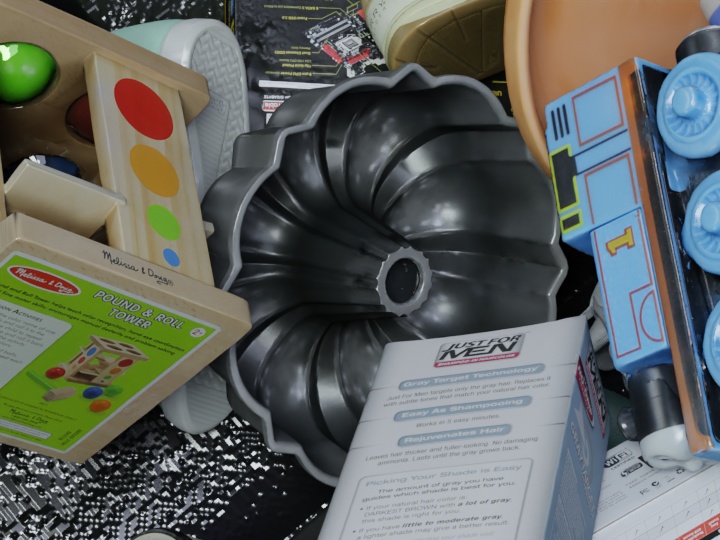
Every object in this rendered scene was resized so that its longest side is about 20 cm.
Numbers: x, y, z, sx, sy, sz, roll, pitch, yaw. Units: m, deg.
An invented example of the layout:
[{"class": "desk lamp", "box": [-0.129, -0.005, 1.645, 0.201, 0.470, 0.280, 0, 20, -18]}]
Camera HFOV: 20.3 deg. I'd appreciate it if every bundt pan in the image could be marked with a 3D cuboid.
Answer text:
[{"class": "bundt pan", "box": [0.000, 0.000, 0.966, 0.200, 0.075, 0.204, -7, 103, -35]}]

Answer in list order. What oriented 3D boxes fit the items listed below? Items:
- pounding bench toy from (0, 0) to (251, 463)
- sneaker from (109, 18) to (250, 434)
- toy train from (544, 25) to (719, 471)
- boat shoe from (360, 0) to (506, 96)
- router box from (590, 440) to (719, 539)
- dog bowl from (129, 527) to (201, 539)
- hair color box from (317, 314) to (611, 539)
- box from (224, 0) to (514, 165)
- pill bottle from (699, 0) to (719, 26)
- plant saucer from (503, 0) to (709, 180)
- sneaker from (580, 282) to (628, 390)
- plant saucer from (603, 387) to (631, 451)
[{"class": "pounding bench toy", "box": [-0.169, -0.036, 0.858, 0.199, 0.124, 0.157, 22, 43, -40]}, {"class": "sneaker", "box": [-0.111, -0.022, 1.007, 0.073, 0.117, 0.203, -10, 100, -54]}, {"class": "toy train", "box": [0.150, -0.005, 0.876, 0.086, 0.114, 0.202, 12, 62, -42]}, {"class": "boat shoe", "box": [0.093, -0.151, 1.017, 0.198, 0.074, 0.067, -17, 51, -22]}, {"class": "router box", "box": [0.145, 0.166, 0.930, 0.199, 0.049, 0.181, -26, 117, -19]}, {"class": "dog bowl", "box": [-0.059, 0.214, 0.871, 0.073, 0.200, 0.202, 5, 71, -28]}, {"class": "hair color box", "box": [0.044, 0.101, 0.844, 0.098, 0.061, 0.201, -8, 29, 18]}, {"class": "box", "box": [0.027, -0.127, 1.061, 0.198, 0.049, 0.161, 1, 75, -9]}, {"class": "pill bottle", "box": [0.251, -0.069, 0.920, 0.113, 0.114, 0.201, -27, 81, -16]}, {"class": "plant saucer", "box": [0.139, -0.128, 0.970, 0.199, 0.037, 0.202, -15, 114, -36]}, {"class": "sneaker", "box": [0.200, 0.034, 1.004, 0.199, 0.075, 0.115, 25, 73, 27]}, {"class": "plant saucer", "box": [0.098, 0.145, 0.991, 0.199, 0.039, 0.203, 3, 72, -8]}]
